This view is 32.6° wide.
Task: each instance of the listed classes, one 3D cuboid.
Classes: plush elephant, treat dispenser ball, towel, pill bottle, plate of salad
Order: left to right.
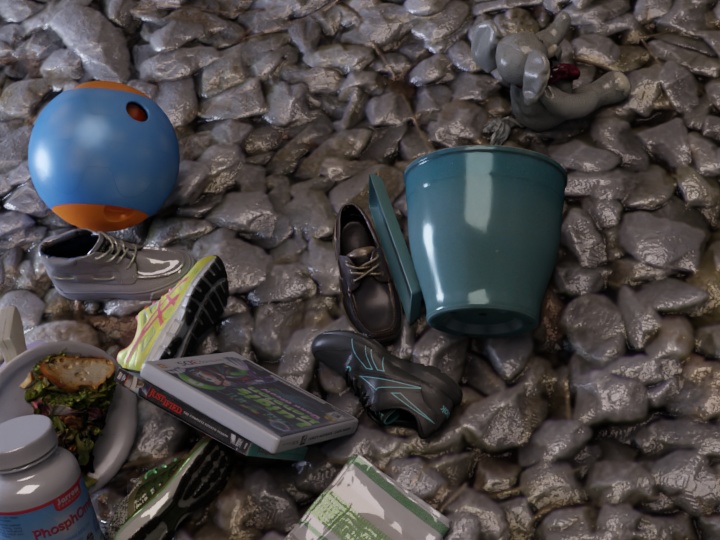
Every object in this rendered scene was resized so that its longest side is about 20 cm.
[{"bbox_3d":[-0.353,0.267,1.367,0.108,0.201,0.109,-11,21,4],"label":"pill bottle"},{"bbox_3d":[-0.350,0.183,1.443,0.200,0.200,0.048,-47,30,-19],"label":"plate of salad"},{"bbox_3d":[-0.343,-0.153,1.654,0.200,0.201,0.202,-6,56,9],"label":"treat dispenser ball"},{"bbox_3d":[-0.013,0.316,1.372,0.149,0.031,0.200,32,69,29],"label":"towel"},{"bbox_3d":[0.234,-0.271,1.628,0.200,0.155,0.165,-36,57,-13],"label":"plush elephant"}]

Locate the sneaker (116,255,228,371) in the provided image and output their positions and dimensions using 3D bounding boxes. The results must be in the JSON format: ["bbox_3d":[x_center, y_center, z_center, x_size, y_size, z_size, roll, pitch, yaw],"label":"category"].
[{"bbox_3d":[-0.243,0.057,1.570,0.090,0.078,0.200,15,59,29],"label":"sneaker"}]

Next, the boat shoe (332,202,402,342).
[{"bbox_3d":[0.000,0.000,1.552,0.074,0.073,0.201,-20,55,-1],"label":"boat shoe"}]

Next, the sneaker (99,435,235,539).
[{"bbox_3d":[-0.233,0.251,1.444,0.088,0.077,0.200,29,65,37],"label":"sneaker"}]

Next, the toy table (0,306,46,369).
[{"bbox_3d":[-0.424,0.154,1.521,0.183,0.117,0.201,-18,54,1],"label":"toy table"}]

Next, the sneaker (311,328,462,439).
[{"bbox_3d":[0.019,0.132,1.460,0.199,0.076,0.079,21,66,25],"label":"sneaker"}]

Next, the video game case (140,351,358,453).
[{"bbox_3d":[-0.126,0.148,1.432,0.199,0.182,0.023,26,103,26],"label":"video game case"}]

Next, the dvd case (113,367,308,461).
[{"bbox_3d":[-0.173,0.169,1.441,0.199,0.146,0.022,23,89,26],"label":"dvd case"}]

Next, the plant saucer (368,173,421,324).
[{"bbox_3d":[0.043,-0.031,1.567,0.019,0.070,0.201,-12,54,-10],"label":"plant saucer"}]

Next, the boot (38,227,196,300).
[{"bbox_3d":[-0.322,-0.012,1.619,0.199,0.096,0.074,-8,56,8],"label":"boot"}]

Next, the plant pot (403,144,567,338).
[{"bbox_3d":[0.148,-0.024,1.475,0.199,0.200,0.189,-1,72,12],"label":"plant pot"}]
